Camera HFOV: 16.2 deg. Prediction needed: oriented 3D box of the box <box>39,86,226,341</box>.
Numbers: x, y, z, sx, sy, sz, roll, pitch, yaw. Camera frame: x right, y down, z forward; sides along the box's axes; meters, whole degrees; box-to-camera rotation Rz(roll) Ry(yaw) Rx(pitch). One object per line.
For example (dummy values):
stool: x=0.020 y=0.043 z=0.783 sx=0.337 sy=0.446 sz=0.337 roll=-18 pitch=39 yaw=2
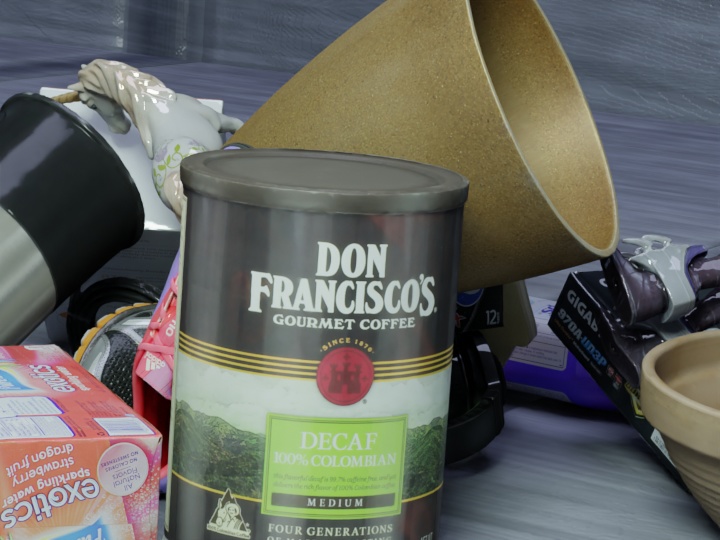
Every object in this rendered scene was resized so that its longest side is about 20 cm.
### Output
box: x=-0.153 y=-0.031 z=1.700 sx=0.123 sy=0.098 sz=0.200 roll=4 pitch=-24 yaw=0

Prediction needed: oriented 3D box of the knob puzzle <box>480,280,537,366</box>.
knob puzzle: x=0.040 y=-0.024 z=1.617 sx=0.219 sy=0.221 sz=0.030 roll=14 pitch=49 yaw=45

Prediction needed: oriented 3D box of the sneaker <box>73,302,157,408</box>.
sneaker: x=-0.092 y=0.050 z=1.488 sx=0.077 sy=0.079 sz=0.199 roll=4 pitch=26 yaw=43

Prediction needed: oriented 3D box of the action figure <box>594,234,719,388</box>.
action figure: x=0.238 y=0.000 z=1.484 sx=0.198 sy=0.131 sz=0.070 roll=-15 pitch=55 yaw=-16

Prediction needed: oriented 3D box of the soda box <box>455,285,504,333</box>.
soda box: x=0.000 y=0.000 z=1.576 sx=0.070 sy=0.064 sz=0.199 roll=-7 pitch=9 yaw=-40

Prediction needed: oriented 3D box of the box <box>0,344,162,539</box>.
box: x=-0.172 y=0.102 z=1.218 sx=0.102 sy=0.096 sz=0.200 roll=0 pitch=11 yaw=-22

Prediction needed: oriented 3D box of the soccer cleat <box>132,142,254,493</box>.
soccer cleat: x=-0.086 y=0.030 z=1.367 sx=0.073 sy=0.202 sz=0.068 roll=-11 pitch=30 yaw=-43

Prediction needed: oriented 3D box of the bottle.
bottle: x=0.151 y=0.057 z=1.684 sx=0.199 sy=0.066 sz=0.083 roll=11 pitch=8 yaw=33

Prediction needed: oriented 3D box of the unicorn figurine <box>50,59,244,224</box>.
unicorn figurine: x=-0.107 y=-0.070 z=1.545 sx=0.137 sy=0.074 sz=0.200 roll=36 pitch=2 yaw=-26

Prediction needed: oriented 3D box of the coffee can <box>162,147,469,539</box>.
coffee can: x=-0.024 y=0.048 z=1.280 sx=0.145 sy=0.202 sz=0.146 roll=4 pitch=10 yaw=-1

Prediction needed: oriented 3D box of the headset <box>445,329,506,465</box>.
headset: x=0.035 y=0.082 z=1.544 sx=0.122 sy=0.095 sz=0.200 roll=1 pitch=23 yaw=17

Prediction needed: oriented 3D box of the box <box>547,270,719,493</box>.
box: x=0.238 y=0.061 z=1.569 sx=0.199 sy=0.046 sz=0.159 roll=-3 pitch=41 yaw=-36

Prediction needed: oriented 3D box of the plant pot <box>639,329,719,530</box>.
plant pot: x=0.249 y=0.102 z=1.375 sx=0.199 sy=0.094 sz=0.201 roll=3 pitch=16 yaw=-1

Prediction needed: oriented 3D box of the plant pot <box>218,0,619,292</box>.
plant pot: x=0.016 y=-0.059 z=1.415 sx=0.199 sy=0.188 sz=0.186 roll=-22 pitch=1 yaw=20

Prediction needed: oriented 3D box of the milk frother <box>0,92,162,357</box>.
milk frother: x=-0.208 y=0.037 z=1.512 sx=0.188 sy=0.200 sz=0.181 roll=-46 pitch=-3 yaw=-29
